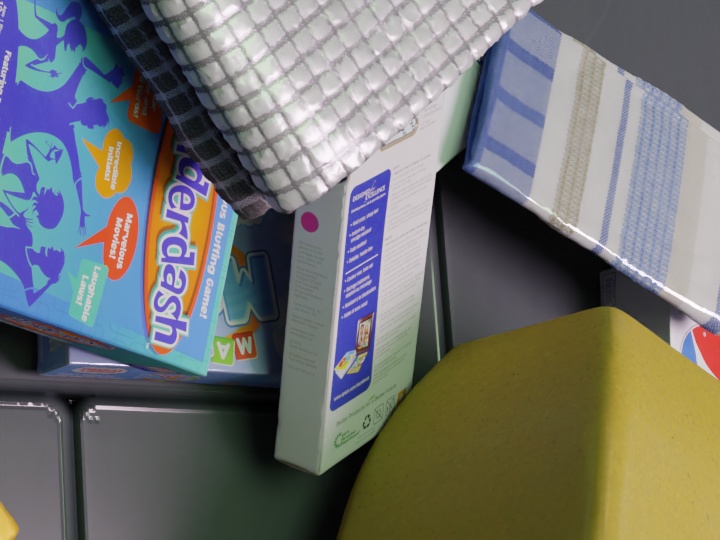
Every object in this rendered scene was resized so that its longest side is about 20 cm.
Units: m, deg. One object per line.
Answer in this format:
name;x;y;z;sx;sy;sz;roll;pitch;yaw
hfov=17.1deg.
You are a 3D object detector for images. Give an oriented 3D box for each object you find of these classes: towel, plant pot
towel;0.147;-0.061;1.395;0.200;0.024;0.147;31;48;-22
towel;-0.028;-0.144;1.133;0.200;0.086;0.166;-45;113;-30
plant pot;0.114;0.136;1.268;0.194;0.195;0.200;33;54;-38

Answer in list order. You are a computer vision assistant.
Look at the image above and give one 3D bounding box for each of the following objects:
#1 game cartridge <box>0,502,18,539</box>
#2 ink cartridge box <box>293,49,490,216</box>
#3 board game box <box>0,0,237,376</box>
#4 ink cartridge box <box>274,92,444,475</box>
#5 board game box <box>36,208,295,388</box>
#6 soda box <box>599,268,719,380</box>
game cartridge;-0.265;0.127;1.092;0.200;0.032;0.176;-45;106;-35
ink cartridge box;-0.008;-0.139;1.322;0.196;0.043;0.200;62;37;-12
board game box;-0.132;-0.044;1.125;0.200;0.045;0.152;23;74;-54
ink cartridge box;0.000;0.000;1.248;0.095;0.037;0.200;-30;134;-53
board game box;-0.102;-0.042;1.257;0.151;0.037;0.200;5;75;-38
soda box;0.189;0.094;1.429;0.068;0.064;0.200;11;72;-35
